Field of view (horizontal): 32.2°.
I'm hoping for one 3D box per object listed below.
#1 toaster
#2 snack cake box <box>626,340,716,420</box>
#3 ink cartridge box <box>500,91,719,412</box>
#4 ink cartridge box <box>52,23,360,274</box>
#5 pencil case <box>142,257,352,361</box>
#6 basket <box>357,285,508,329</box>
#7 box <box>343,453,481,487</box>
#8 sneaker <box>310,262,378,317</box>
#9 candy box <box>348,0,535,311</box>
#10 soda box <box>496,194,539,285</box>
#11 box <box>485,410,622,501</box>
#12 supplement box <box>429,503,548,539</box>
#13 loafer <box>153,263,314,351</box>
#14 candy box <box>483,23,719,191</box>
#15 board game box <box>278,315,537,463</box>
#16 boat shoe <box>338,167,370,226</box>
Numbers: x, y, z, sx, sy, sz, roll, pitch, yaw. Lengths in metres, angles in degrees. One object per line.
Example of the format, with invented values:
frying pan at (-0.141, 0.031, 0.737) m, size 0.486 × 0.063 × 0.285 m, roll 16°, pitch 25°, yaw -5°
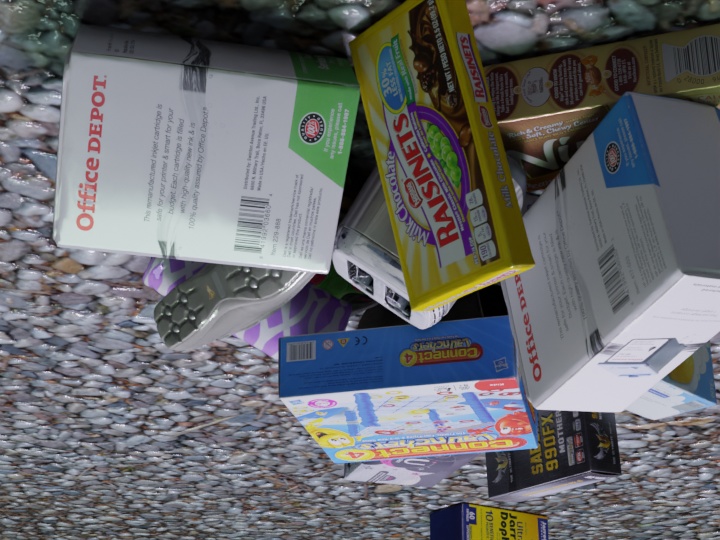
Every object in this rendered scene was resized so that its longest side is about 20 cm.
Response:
toaster at (0.050, -0.036, 0.959) m, size 0.113 × 0.129 × 0.200 m, roll 33°, pitch 172°, yaw 5°
snack cake box at (0.232, 0.012, 1.043) m, size 0.115 × 0.201 × 0.067 m, roll 22°, pitch 149°, yaw -40°
ink cartridge box at (0.187, -0.006, 0.892) m, size 0.085 × 0.147 × 0.200 m, roll 3°, pitch 148°, yaw -21°
ink cartridge box at (-0.112, -0.087, 0.892) m, size 0.199 × 0.084 × 0.147 m, roll 6°, pitch 114°, yaw -11°
pencil case at (-0.101, 0.021, 1.148) m, size 0.199 × 0.086 × 0.084 m, roll 31°, pitch 113°, yaw -5°
basket at (0.103, 0.067, 1.265) m, size 0.200 × 0.136 × 0.180 m, roll -17°, pitch 128°, yaw 45°
box at (0.062, 0.199, 1.589) m, size 0.131 × 0.115 × 0.200 m, roll 7°, pitch 156°, yaw -14°
sneaker at (0.000, 0.000, 1.212) m, size 0.199 × 0.077 × 0.084 m, roll -23°, pitch 176°, yaw 37°
candy box at (0.050, -0.082, 0.837) m, size 0.026 × 0.201 × 0.102 m, roll -3°, pitch 164°, yaw -38°
soda box at (0.213, -0.014, 1.152) m, size 0.199 × 0.069 × 0.063 m, roll 10°, pitch 155°, yaw -19°
box at (0.195, 0.133, 1.326) m, size 0.048 × 0.201 × 0.158 m, roll 12°, pitch 156°, yaw -33°
supplement box at (0.237, 0.502, 2.291) m, size 0.199 × 0.109 × 0.109 m, roll 14°, pitch 154°, yaw -29°
loafer at (-0.092, 0.008, 1.046) m, size 0.200 × 0.070 × 0.070 m, roll -28°, pitch 168°, yaw 35°
candy box at (0.193, -0.117, 0.928) m, size 0.199 × 0.056 × 0.115 m, roll -7°, pitch 155°, yaw 19°
board game box at (0.048, 0.109, 1.095) m, size 0.199 × 0.056 × 0.196 m, roll -6°, pitch 154°, yaw 11°
boat shoe at (-0.064, -0.073, 1.030) m, size 0.072 × 0.068 × 0.200 m, roll -10°, pitch 157°, yaw 41°
